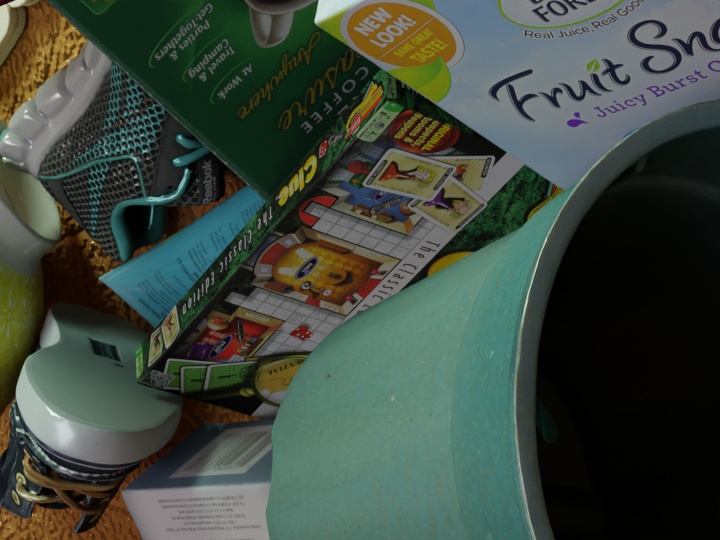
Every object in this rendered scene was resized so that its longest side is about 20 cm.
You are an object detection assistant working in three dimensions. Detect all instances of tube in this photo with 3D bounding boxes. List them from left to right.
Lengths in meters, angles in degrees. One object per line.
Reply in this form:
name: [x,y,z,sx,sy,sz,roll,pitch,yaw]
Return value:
tube: [-0.036,-0.010,0.948,0.078,0.050,0.200,47,134,-8]

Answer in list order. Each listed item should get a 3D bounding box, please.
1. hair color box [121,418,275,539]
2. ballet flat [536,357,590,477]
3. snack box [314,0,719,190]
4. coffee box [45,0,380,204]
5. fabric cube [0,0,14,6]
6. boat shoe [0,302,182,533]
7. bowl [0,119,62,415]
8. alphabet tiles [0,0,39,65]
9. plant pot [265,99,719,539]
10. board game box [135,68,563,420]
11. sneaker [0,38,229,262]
hair color box: [-0.013,0.163,0.939,0.099,0.061,0.201,-8,111,44]
ballet flat: [0.083,0.123,0.880,0.067,0.066,0.202,3,103,64]
snack box: [0.114,-0.080,0.690,0.168,0.199,0.068,-20,48,45]
coffee box: [-0.050,-0.121,0.804,0.123,0.200,0.044,-45,48,4]
fabric cube: [-0.168,-0.221,0.837,0.196,0.198,0.201,35,144,53]
boat shoe: [-0.125,0.081,0.976,0.070,0.200,0.092,17,98,-8]
bowl: [-0.207,-0.019,1.036,0.107,0.200,0.201,-32,79,11]
alphabet tiles: [-0.217,-0.202,1.080,0.201,0.015,0.196,55,132,15]
plant pot: [0.076,0.066,0.717,0.196,0.199,0.202,-19,90,56]
board game box: [0.000,0.000,0.886,0.200,0.104,0.024,-47,39,41]
sneaker: [-0.081,-0.075,0.964,0.091,0.077,0.200,53,139,6]
